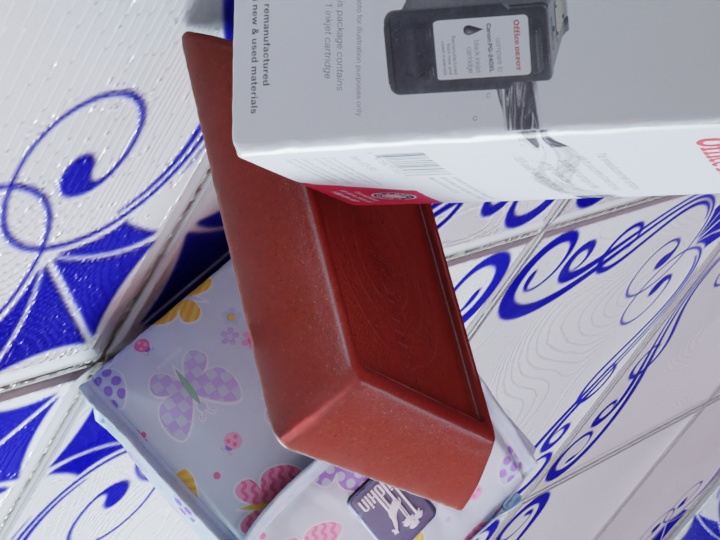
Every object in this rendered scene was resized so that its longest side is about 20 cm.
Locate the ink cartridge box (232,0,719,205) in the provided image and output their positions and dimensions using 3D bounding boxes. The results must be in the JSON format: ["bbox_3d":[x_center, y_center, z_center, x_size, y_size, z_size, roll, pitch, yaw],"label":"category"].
[{"bbox_3d":[0.068,-0.078,0.735,0.145,0.200,0.083,21,68,-71],"label":"ink cartridge box"}]

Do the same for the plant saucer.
[{"bbox_3d":[0.000,0.000,0.860,0.037,0.200,0.200,-22,156,19],"label":"plant saucer"}]

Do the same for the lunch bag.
[{"bbox_3d":[-0.023,0.089,0.998,0.170,0.200,0.127,-40,174,-11],"label":"lunch bag"}]
